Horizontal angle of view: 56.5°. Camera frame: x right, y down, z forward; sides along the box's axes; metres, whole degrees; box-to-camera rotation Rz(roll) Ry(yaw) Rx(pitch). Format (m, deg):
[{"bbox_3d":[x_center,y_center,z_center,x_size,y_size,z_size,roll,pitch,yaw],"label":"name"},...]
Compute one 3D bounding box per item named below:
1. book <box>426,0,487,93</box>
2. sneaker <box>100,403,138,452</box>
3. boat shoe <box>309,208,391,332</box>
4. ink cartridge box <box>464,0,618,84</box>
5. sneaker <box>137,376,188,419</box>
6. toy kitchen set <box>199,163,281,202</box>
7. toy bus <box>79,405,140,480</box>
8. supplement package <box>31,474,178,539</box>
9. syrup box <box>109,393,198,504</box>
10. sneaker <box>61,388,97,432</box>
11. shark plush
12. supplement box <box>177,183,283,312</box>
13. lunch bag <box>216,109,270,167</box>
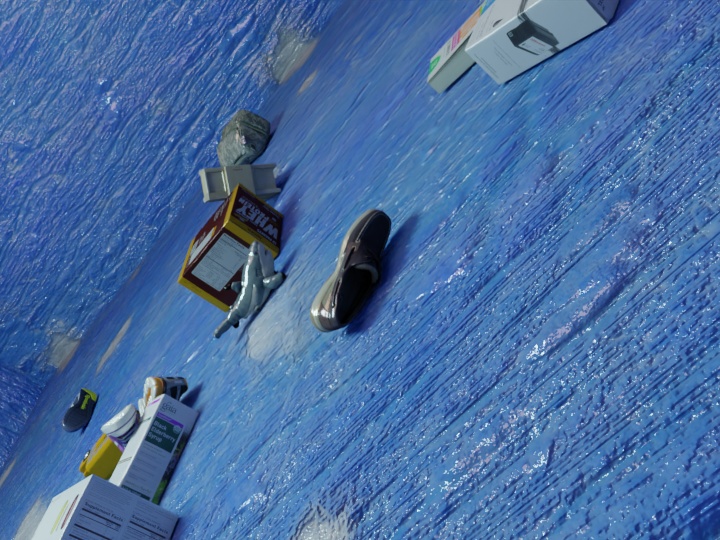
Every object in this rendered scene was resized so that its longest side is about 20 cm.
[{"bbox_3d":[0.201,-0.415,1.177,0.200,0.048,0.134,-43,21,32],"label":"book"},{"bbox_3d":[-0.447,0.329,1.320,0.073,0.114,0.200,-39,0,-24],"label":"sneaker"},{"bbox_3d":[0.000,0.000,0.951,0.065,0.072,0.200,2,56,51],"label":"boat shoe"},{"bbox_3d":[0.258,-0.372,0.933,0.200,0.084,0.146,-17,42,57],"label":"ink cartridge box"},{"bbox_3d":[-0.409,0.280,1.381,0.200,0.077,0.079,-53,53,47],"label":"sneaker"},{"bbox_3d":[-0.333,-0.179,1.786,0.180,0.199,0.164,-13,87,59],"label":"toy kitchen set"},{"bbox_3d":[-0.556,0.399,1.512,0.200,0.065,0.078,-50,24,10],"label":"toy bus"},{"bbox_3d":[-0.414,0.423,1.058,0.200,0.156,0.111,-34,29,42],"label":"supplement package"},{"bbox_3d":[-0.382,0.336,1.225,0.081,0.079,0.201,-30,32,47],"label":"syrup box"},{"bbox_3d":[-0.897,0.459,2.122,0.082,0.074,0.200,-50,15,15],"label":"sneaker"},{"bbox_3d":[-0.235,0.043,1.343,0.200,0.083,0.091,-53,22,4],"label":"shark plush"},{"bbox_3d":[-0.293,-0.054,1.538,0.200,0.133,0.198,-46,23,21],"label":"supplement box"},{"bbox_3d":[-0.418,-0.446,2.380,0.200,0.139,0.168,-29,49,48],"label":"lunch bag"}]
